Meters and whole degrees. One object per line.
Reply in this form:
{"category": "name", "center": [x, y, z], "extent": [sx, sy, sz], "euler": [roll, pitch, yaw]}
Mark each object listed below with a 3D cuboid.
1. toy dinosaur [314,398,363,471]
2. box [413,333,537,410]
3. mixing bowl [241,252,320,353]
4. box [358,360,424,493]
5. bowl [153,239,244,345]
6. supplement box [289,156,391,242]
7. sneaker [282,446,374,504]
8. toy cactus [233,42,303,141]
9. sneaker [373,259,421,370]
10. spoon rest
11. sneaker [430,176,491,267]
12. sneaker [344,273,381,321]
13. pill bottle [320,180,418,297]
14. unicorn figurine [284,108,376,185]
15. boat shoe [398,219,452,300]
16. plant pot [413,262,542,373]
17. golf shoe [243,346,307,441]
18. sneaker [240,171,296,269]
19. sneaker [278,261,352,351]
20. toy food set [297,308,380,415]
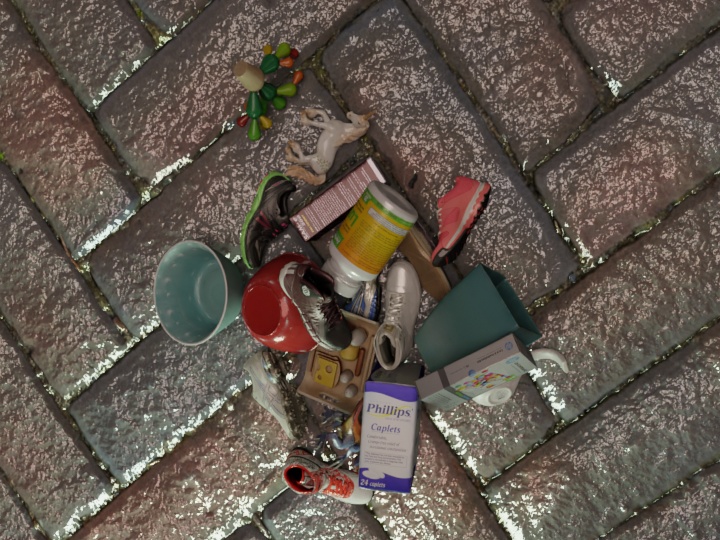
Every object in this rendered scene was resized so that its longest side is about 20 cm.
{"category": "toy dinosaur", "center": [-0.015, 0.339, 1.400], "extent": [0.197, 0.180, 0.108], "euler": [-21, 55, 37]}
{"category": "box", "center": [0.213, 0.189, 1.294], "extent": [0.197, 0.156, 0.042], "euler": [-29, 63, 14]}
{"category": "mixing bowl", "center": [-0.162, 0.072, 1.394], "extent": [0.196, 0.107, 0.206], "euler": [4, 98, 32]}
{"category": "box", "center": [0.064, 0.296, 1.378], "extent": [0.102, 0.184, 0.206], "euler": [4, 96, 8]}
{"category": "bowl", "center": [-0.311, 0.043, 1.430], "extent": [0.196, 0.104, 0.207], "euler": [0, 90, 31]}
{"category": "supplement box", "center": [-0.038, -0.137, 1.395], "extent": [0.198, 0.109, 0.062], "euler": [-37, 89, 8]}
{"category": "sneaker", "center": [-0.068, 0.436, 1.445], "extent": [0.198, 0.108, 0.069], "euler": [27, 97, 4]}
{"category": "toy cactus", "center": [-0.195, -0.363, 1.378], "extent": [0.101, 0.164, 0.203], "euler": [31, 93, 24]}
{"category": "sneaker", "center": [0.071, 0.090, 1.374], "extent": [0.072, 0.115, 0.206], "euler": [4, 104, 17]}
{"category": "spoon rest", "center": [0.307, 0.207, 1.398], "extent": [0.196, 0.061, 0.100], "euler": [-23, 133, 6]}
{"category": "sneaker", "center": [0.176, -0.097, 1.377], "extent": [0.085, 0.074, 0.202], "euler": [28, 71, 17]}
{"category": "sneaker", "center": [0.000, 0.000, 1.419], "extent": [0.083, 0.077, 0.206], "euler": [5, 95, 11]}
{"category": "pill bottle", "center": [0.009, -0.054, 1.318], "extent": [0.110, 0.111, 0.202], "euler": [37, 107, 3]}
{"category": "unicorn figurine", "center": [-0.066, -0.264, 1.414], "extent": [0.135, 0.074, 0.203], "euler": [25, 111, -4]}
{"category": "boat shoe", "center": [0.128, -0.033, 1.402], "extent": [0.202, 0.065, 0.071], "euler": [54, 142, -10]}
{"category": "plant pot", "center": [0.212, 0.116, 1.353], "extent": [0.199, 0.140, 0.143], "euler": [-39, 61, 20]}
{"category": "golf shoe", "center": [-0.177, 0.263, 1.475], "extent": [0.096, 0.078, 0.205], "euler": [-23, 87, 27]}
{"category": "sneaker", "center": [-0.186, -0.096, 1.435], "extent": [0.082, 0.077, 0.205], "euler": [21, 98, 9]}
{"category": "sneaker", "center": [-0.064, 0.070, 1.296], "extent": [0.076, 0.115, 0.201], "euler": [-47, 111, -26]}
{"category": "toy food set", "center": [-0.048, 0.174, 1.423], "extent": [0.140, 0.060, 0.205], "euler": [17, 104, 18]}
